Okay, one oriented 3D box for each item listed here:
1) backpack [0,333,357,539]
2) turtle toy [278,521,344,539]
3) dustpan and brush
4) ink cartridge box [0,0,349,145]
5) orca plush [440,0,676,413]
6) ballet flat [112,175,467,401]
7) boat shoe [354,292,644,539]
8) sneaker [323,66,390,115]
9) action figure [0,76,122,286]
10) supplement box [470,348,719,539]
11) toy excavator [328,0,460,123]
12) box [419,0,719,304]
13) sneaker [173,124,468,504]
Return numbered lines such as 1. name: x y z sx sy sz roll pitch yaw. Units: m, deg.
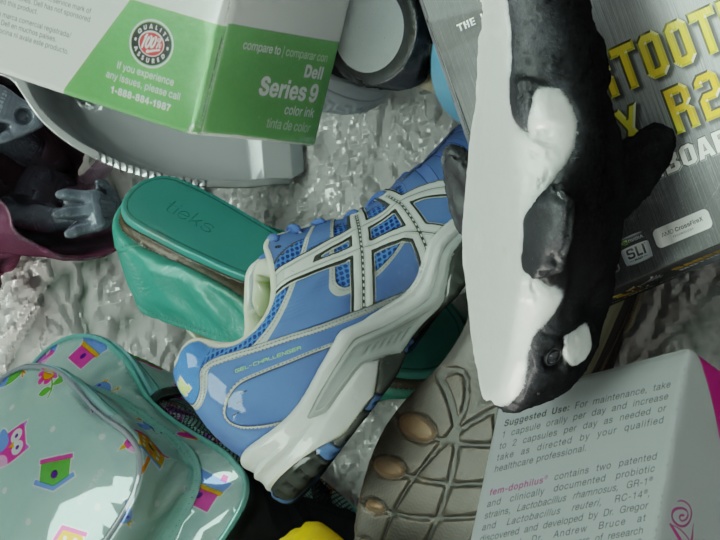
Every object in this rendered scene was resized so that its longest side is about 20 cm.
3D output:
1. backpack: -0.117 0.125 1.335 0.176 0.153 0.200 -59 31 7
2. turtle toy: -0.008 0.194 1.202 0.146 0.101 0.200 39 159 3
3. dustpan and brush: -0.133 -0.100 1.372 0.199 0.057 0.141 -7 77 8
4. ink cartridge box: -0.071 -0.166 1.206 0.145 0.087 0.201 19 100 36
5. orca plush: 0.077 -0.052 1.088 0.105 0.071 0.201 154 111 -69
6. ballet flat: -0.027 0.022 1.317 0.199 0.067 0.071 26 141 30
7. boat shoe: 0.068 0.055 1.205 0.074 0.073 0.201 34 102 27
8. sneaker: -0.059 -0.160 1.305 0.199 0.075 0.115 28 124 5
9. action figure: -0.183 -0.040 1.483 0.200 0.148 0.135 141 121 -63
10. supplement box: 0.099 0.145 1.090 0.103 0.101 0.201 -18 49 44
11. toy excavator: 0.106 -0.142 1.191 0.199 0.100 0.196 18 98 33
12. box: 0.132 -0.089 1.109 0.199 0.048 0.159 -22 81 23
13. sneaker: 0.000 0.000 1.218 0.077 0.200 0.076 37 147 1
